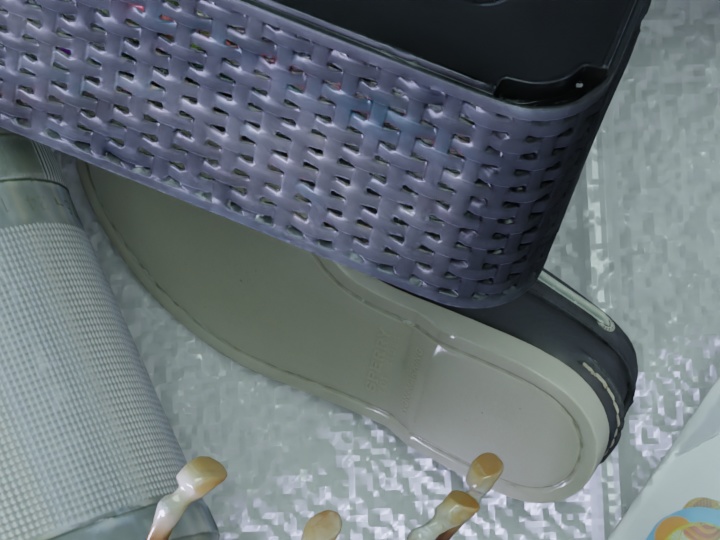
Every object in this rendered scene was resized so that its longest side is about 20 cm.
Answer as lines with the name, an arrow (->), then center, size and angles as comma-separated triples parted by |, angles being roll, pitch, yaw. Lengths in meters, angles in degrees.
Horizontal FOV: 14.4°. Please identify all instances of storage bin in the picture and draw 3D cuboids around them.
storage bin -> -0.019, -0.094, 0.796 | 0.200, 0.094, 0.135 | 21, 53, 5

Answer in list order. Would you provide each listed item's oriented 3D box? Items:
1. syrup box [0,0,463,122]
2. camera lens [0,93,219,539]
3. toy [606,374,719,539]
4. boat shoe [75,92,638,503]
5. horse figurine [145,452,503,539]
syrup box -> -0.029, -0.098, 0.911 | 0.199, 0.079, 0.082 | 7, 81, 2
camera lens -> -0.145, 0.042, 0.848 | 0.160, 0.160, 0.200 | -24, 81, -3
toy -> 0.137, 0.102, 0.887 | 0.115, 0.047, 0.200 | 35, 96, 14
boat shoe -> 0.000, 0.000, 0.916 | 0.200, 0.073, 0.063 | 32, 40, 11
horse figurine -> -0.026, 0.115, 0.812 | 0.050, 0.200, 0.133 | 40, 112, 31
